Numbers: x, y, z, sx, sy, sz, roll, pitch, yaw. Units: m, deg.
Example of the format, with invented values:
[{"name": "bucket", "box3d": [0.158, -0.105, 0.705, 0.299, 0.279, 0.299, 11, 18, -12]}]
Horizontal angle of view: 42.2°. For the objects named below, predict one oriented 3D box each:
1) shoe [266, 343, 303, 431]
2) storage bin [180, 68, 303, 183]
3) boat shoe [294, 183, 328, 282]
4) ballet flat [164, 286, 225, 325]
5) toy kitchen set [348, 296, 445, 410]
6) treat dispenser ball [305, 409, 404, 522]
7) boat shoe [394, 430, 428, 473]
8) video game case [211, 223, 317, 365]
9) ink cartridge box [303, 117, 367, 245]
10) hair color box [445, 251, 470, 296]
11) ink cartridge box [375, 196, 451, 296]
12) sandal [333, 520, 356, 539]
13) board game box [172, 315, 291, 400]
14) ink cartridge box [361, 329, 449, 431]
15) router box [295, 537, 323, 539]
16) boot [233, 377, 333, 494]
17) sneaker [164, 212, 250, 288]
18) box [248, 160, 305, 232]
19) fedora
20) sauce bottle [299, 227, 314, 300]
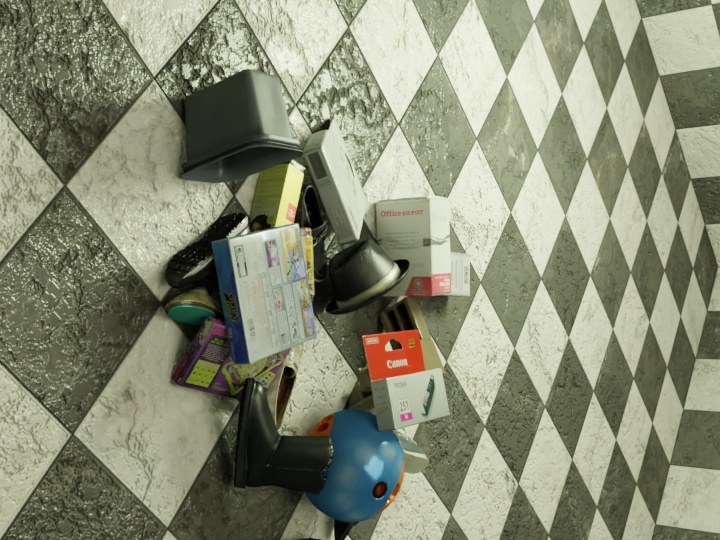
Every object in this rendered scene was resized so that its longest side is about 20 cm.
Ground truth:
[{"name": "shoe", "box3d": [-0.139, 0.203, 1.692, 0.070, 0.053, 0.203, 46, 54, -42]}, {"name": "storage bin", "box3d": [-0.196, -0.236, 1.526, 0.144, 0.197, 0.137, 0, 79, -53]}, {"name": "boat shoe", "box3d": [-0.095, -0.072, 1.756, 0.074, 0.061, 0.204, -36, 119, -50]}, {"name": "ballet flat", "box3d": [-0.250, 0.062, 1.546, 0.199, 0.070, 0.072, 25, 69, -50]}, {"name": "toy kitchen set", "box3d": [0.032, 0.170, 1.905, 0.198, 0.162, 0.183, 8, 55, -53]}, {"name": "treat dispenser ball", "box3d": [-0.017, 0.361, 1.731, 0.199, 0.198, 0.206, 3, 87, -53]}, {"name": "boat shoe", "box3d": [0.067, 0.374, 1.978, 0.199, 0.073, 0.062, 32, 20, -41]}, {"name": "video game case", "box3d": [-0.157, 0.035, 1.554, 0.180, 0.045, 0.205, -17, 99, -53]}, {"name": "ink cartridge box", "box3d": [-0.046, -0.178, 1.827, 0.174, 0.043, 0.203, -78, 149, -63]}, {"name": "hair color box", "box3d": [0.177, 0.007, 2.123, 0.198, 0.060, 0.101, 5, 85, -53]}, {"name": "ink cartridge box", "box3d": [0.111, -0.051, 1.964, 0.084, 0.144, 0.205, -7, 95, -51]}, {"name": "sandal", "box3d": [-0.002, 0.441, 1.845, 0.047, 0.075, 0.203, 27, 63, -17]}, {"name": "board game box", "box3d": [-0.213, 0.154, 1.571, 0.199, 0.032, 0.121, 25, 103, -51]}, {"name": "ink cartridge box", "box3d": [0.089, 0.201, 1.757, 0.198, 0.043, 0.177, -1, 79, -55]}, {"name": "router box", "box3d": [-0.127, 0.594, 1.687, 0.149, 0.061, 0.205, 15, 77, -52]}, {"name": "boot", "box3d": [-0.128, 0.284, 1.596, 0.164, 0.076, 0.205, 4, 103, -11]}, {"name": "sneaker", "box3d": [-0.240, -0.011, 1.550, 0.200, 0.075, 0.089, -46, 130, -44]}, {"name": "box", "box3d": [-0.156, -0.096, 1.663, 0.050, 0.074, 0.204, 31, 64, -48]}, {"name": "fedora", "box3d": [0.000, 0.000, 1.797, 0.200, 0.198, 0.093, -42, 110, -45]}, {"name": "sauce bottle", "box3d": [-0.115, 0.024, 1.695, 0.065, 0.065, 0.205, -5, 94, -53]}]
